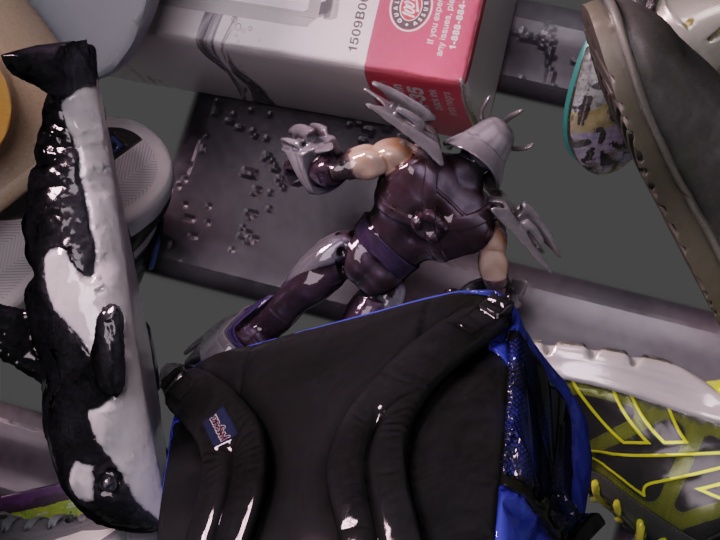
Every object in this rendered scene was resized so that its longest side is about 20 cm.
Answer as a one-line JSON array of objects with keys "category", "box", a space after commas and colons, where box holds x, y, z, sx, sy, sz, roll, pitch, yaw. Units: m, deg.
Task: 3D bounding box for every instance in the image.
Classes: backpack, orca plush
[{"category": "backpack", "box": [0.017, 0.132, 0.774, 0.162, 0.168, 0.200, -20, 39, 24]}, {"category": "orca plush", "box": [-0.128, 0.011, 0.822, 0.071, 0.105, 0.200, -10, 106, -1]}]

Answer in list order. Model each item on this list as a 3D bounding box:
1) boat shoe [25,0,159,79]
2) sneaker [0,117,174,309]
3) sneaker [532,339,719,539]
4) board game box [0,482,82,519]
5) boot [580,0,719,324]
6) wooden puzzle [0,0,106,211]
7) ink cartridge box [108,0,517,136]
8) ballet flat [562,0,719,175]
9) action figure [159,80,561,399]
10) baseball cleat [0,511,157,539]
[{"category": "boat shoe", "box": [-0.101, -0.186, 0.894, 0.071, 0.091, 0.201, 10, 106, 16]}, {"category": "sneaker", "box": [-0.169, 0.018, 0.909, 0.200, 0.112, 0.073, -30, 69, -19]}, {"category": "sneaker", "box": [0.121, 0.082, 0.863, 0.200, 0.074, 0.085, 8, 78, 13]}, {"category": "board game box", "box": [-0.185, 0.170, 0.925, 0.200, 0.032, 0.120, -13, 71, 8]}, {"category": "boot", "box": [0.211, -0.080, 0.857, 0.200, 0.182, 0.073, -27, 31, 11]}, {"category": "wooden puzzle", "box": [-0.224, -0.078, 0.816, 0.200, 0.046, 0.185, -41, 103, -19]}, {"category": "ink cartridge box", "box": [-0.027, -0.153, 0.946, 0.200, 0.083, 0.147, 11, 79, 13]}, {"category": "ballet flat", "box": [0.155, -0.132, 0.907, 0.072, 0.072, 0.200, 23, 80, 15]}, {"category": "action figure", "box": [0.000, 0.000, 0.896, 0.130, 0.069, 0.200, 42, 98, -6]}, {"category": "baseball cleat", "box": [-0.145, 0.121, 0.881, 0.200, 0.070, 0.107, -30, 67, -1]}]
